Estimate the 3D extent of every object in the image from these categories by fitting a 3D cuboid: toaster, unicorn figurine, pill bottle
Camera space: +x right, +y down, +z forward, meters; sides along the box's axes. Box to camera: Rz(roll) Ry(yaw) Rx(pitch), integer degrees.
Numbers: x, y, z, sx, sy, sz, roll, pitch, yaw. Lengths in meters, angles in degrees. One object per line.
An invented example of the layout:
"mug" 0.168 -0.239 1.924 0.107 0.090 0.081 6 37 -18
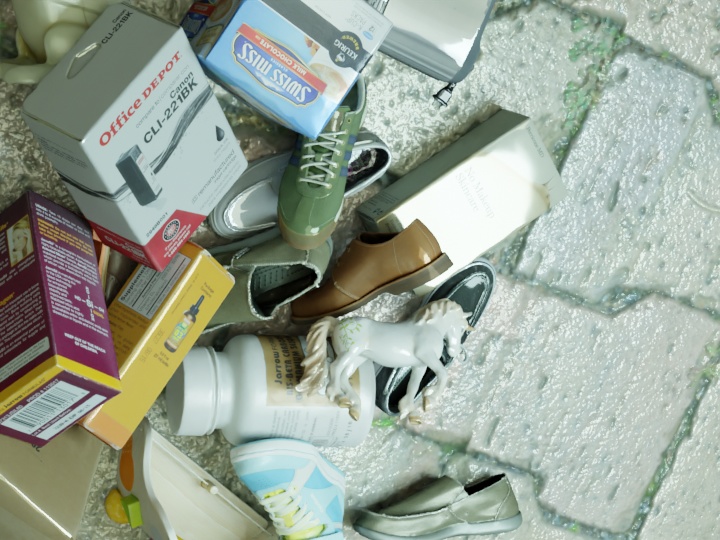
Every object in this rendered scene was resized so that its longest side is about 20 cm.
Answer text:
"toaster" 0.064 -0.278 1.487 0.128 0.114 0.201 21 97 -18
"unicorn figurine" 0.040 0.084 1.483 0.199 0.074 0.138 14 59 -17
"pill bottle" -0.094 0.123 1.523 0.198 0.114 0.115 2 102 -19

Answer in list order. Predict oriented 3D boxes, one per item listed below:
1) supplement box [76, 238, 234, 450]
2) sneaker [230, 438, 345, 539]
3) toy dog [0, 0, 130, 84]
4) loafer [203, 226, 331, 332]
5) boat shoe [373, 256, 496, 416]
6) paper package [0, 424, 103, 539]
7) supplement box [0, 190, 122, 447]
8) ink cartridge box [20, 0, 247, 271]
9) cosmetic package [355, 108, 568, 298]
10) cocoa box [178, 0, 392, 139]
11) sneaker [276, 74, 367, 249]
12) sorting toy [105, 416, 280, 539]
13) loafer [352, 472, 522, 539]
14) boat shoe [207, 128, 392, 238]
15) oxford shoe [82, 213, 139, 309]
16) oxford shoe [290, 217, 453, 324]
"supplement box" -0.208 0.065 1.413 0.201 0.069 0.067 -54 143 -10
"sneaker" -0.066 0.251 1.514 0.079 0.132 0.200 -16 153 22
"toy dog" -0.261 -0.271 1.362 0.192 0.139 0.202 -1 101 -19
"loafer" -0.121 0.015 1.479 0.199 0.070 0.075 -26 122 10
"boat shoe" 0.082 0.071 1.596 0.199 0.068 0.074 -46 113 -4
"paper package" -0.349 0.158 1.396 0.103 0.191 0.200 -34 114 22
"supplement box" -0.300 0.044 1.368 0.110 0.201 0.085 -33 143 22
"ink cartridge box" -0.201 -0.120 1.354 0.145 0.083 0.200 -53 147 -21
"cosmetic package" 0.107 -0.072 1.570 0.199 0.073 0.104 -35 111 -7
"cocoa box" -0.082 -0.221 1.400 0.133 0.200 0.132 35 90 -21
"sneaker" -0.038 -0.126 1.447 0.067 0.090 0.201 13 59 8
"sorting toy" -0.168 0.267 1.495 0.200 0.180 0.107 43 87 -22
"loafer" 0.084 0.261 1.647 0.199 0.075 0.070 -4 92 -23
"boat shoe" -0.059 -0.084 1.511 0.199 0.068 0.073 -19 108 -14
"oxford shoe" -0.236 0.007 1.472 0.072 0.071 0.202 -1 102 -23
"oxford shoe" 0.000 0.000 1.514 0.199 0.071 0.072 -25 99 32
